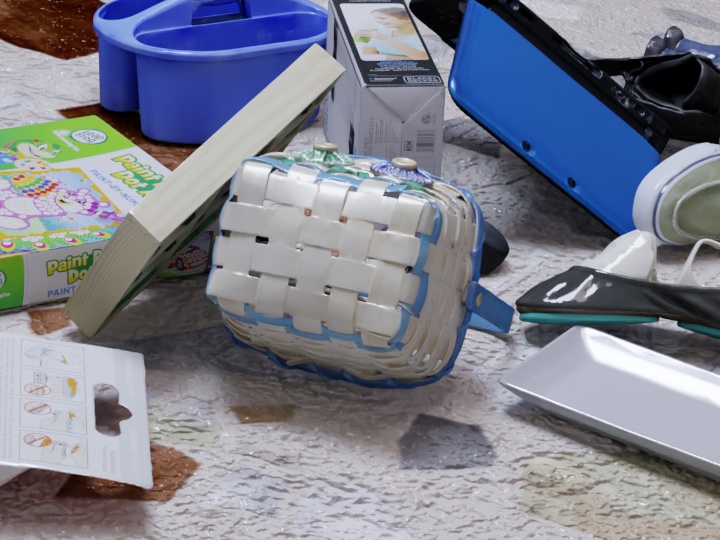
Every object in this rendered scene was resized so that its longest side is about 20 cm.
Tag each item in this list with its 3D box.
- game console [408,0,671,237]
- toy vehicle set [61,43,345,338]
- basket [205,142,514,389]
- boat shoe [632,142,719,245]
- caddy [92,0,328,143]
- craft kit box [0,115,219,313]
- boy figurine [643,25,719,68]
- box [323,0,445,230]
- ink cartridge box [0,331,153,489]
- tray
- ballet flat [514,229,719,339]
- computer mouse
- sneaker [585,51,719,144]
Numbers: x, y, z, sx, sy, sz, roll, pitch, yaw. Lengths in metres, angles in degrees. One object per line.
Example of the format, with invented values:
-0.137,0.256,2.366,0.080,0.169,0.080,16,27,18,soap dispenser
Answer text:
0.121,-0.112,1.628,0.200,0.119,0.171,37,-16,-22,game console
-0.098,-0.051,1.380,0.027,0.124,0.200,43,51,1,toy vehicle set
0.000,0.000,1.356,0.176,0.140,0.200,13,-9,12,basket
0.283,-0.053,1.597,0.199,0.072,0.062,-10,27,-37,boat shoe
-0.113,-0.174,1.719,0.199,0.105,0.141,-13,30,-35,caddy
-0.219,-0.040,1.484,0.197,0.049,0.200,-9,29,-35,craft kit box
0.338,-0.153,1.836,0.199,0.065,0.124,19,27,23,boy figurine
0.015,-0.119,1.623,0.060,0.117,0.200,-1,27,-8,box
-0.219,0.085,1.222,0.199,0.050,0.162,10,23,-12,ink cartridge box
0.191,0.089,1.326,0.199,0.022,0.107,20,27,28,tray
0.201,0.012,1.435,0.199,0.069,0.068,7,-5,-3,ballet flat
0.004,-0.026,1.514,0.199,0.034,0.059,2,26,-8,computer mouse
0.271,-0.133,1.732,0.199,0.060,0.104,6,-10,9,sneaker
